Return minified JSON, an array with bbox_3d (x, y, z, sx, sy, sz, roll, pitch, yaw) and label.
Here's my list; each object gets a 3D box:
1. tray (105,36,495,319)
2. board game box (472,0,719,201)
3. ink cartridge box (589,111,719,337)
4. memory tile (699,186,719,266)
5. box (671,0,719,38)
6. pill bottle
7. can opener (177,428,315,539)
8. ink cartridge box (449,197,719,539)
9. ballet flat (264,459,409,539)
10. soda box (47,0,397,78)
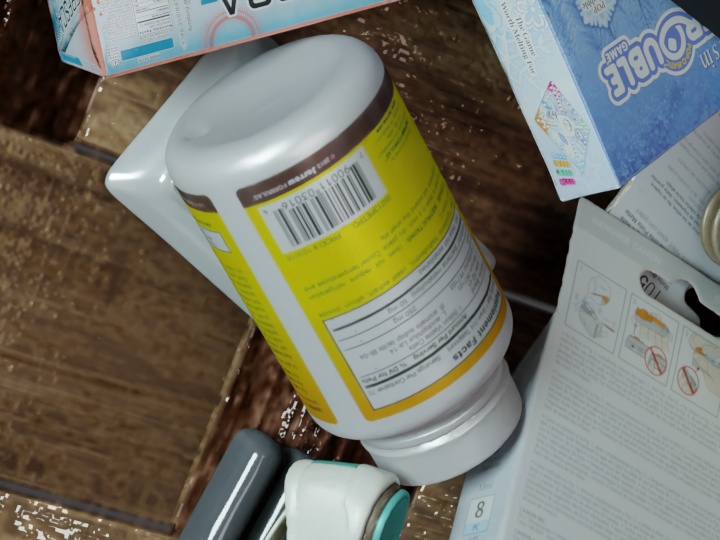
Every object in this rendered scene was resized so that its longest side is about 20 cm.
[{"bbox_3d":[-0.022,-0.021,1.083,0.200,0.022,0.108,43,84,-29],"label":"tray"},{"bbox_3d":[0.124,-0.166,1.041,0.200,0.043,0.200,-36,107,-39],"label":"board game box"},{"bbox_3d":[0.226,-0.035,1.192,0.200,0.041,0.200,43,84,-28],"label":"ink cartridge box"},{"bbox_3d":[0.280,-0.025,1.188,0.200,0.017,0.154,35,88,-29],"label":"memory tile"},{"bbox_3d":[0.189,-0.215,1.024,0.141,0.079,0.201,30,63,-30],"label":"box"},{"bbox_3d":[0.000,0.000,1.024,0.109,0.109,0.201,-36,117,-13],"label":"pill bottle"},{"bbox_3d":[-0.076,0.178,1.084,0.053,0.067,0.201,28,91,-30],"label":"can opener"},{"bbox_3d":[0.134,0.088,1.118,0.160,0.047,0.201,30,59,-26],"label":"ink cartridge box"},{"bbox_3d":[-0.030,0.178,1.061,0.069,0.069,0.201,5,111,-27],"label":"ballet flat"},{"bbox_3d":[-0.043,-0.144,1.011,0.199,0.068,0.064,-17,108,-21],"label":"soda box"}]
